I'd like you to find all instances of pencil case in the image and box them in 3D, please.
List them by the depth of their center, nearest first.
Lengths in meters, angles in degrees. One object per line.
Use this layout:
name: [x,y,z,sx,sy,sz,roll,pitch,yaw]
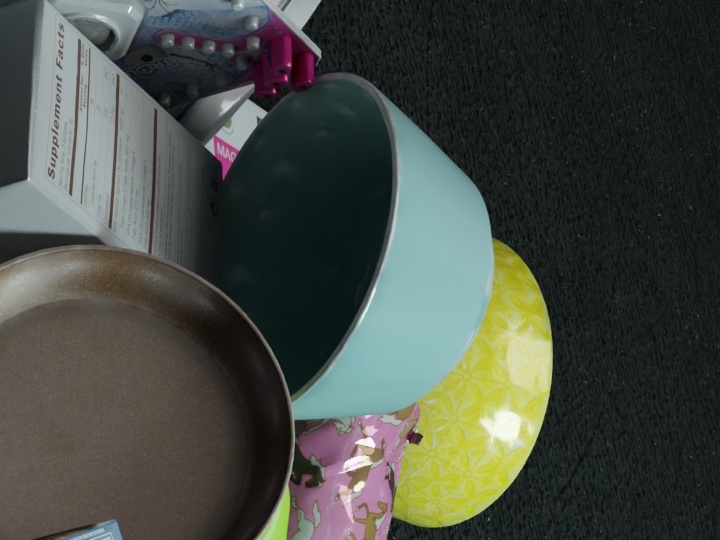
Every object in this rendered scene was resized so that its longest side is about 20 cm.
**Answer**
pencil case: [-0.022,0.155,1.720,0.083,0.086,0.201,46,57,-73]

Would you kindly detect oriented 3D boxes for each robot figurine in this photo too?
robot figurine: [-0.099,0.147,1.613,0.200,0.115,0.176,100,-28,-62]

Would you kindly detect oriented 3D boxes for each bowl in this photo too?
bowl: [0.000,0.000,1.642,0.105,0.201,0.202,20,54,-32]
bowl: [0.020,0.063,1.935,0.107,0.200,0.201,15,60,-41]

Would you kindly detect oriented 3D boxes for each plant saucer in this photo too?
plant saucer: [-0.134,0.082,1.501,0.032,0.199,0.201,118,-27,-59]

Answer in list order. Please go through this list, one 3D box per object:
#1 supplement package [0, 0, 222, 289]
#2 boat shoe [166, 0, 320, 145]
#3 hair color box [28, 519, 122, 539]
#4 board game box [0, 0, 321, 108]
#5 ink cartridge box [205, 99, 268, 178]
supplement package: [-0.173,-0.042,1.614,0.200,0.116,0.118,42,41,-51]
boat shoe: [-0.086,-0.136,1.771,0.070,0.071,0.200,39,38,-6]
hair color box: [-0.206,0.166,1.300,0.100,0.199,0.061,-13,87,-68]
board game box: [-0.152,-0.128,1.607,0.200,0.199,0.026,42,40,-52]
ink cartridge box: [-0.092,-0.026,1.847,0.200,0.075,0.165,31,49,-57]
